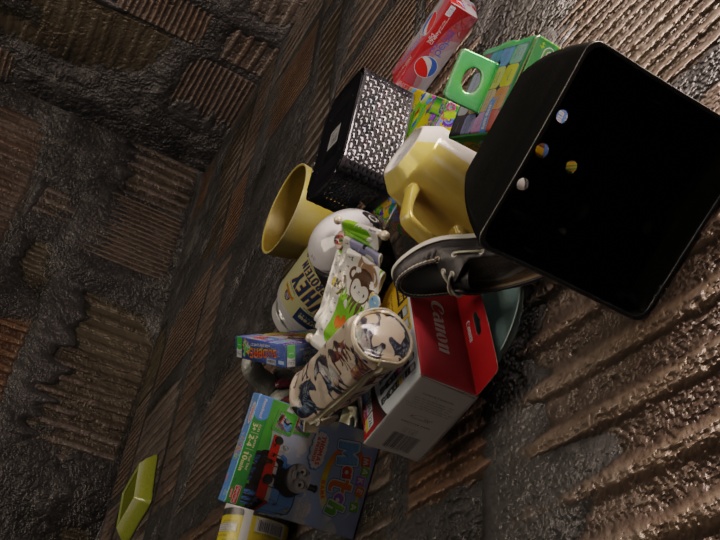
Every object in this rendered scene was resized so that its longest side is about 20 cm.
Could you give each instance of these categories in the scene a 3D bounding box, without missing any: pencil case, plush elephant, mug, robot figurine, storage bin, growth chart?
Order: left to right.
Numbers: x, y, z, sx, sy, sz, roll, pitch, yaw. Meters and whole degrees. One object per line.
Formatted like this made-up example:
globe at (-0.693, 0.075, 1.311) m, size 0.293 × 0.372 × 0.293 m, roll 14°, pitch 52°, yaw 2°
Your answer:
plush elephant at (-0.074, 0.205, 1.258) m, size 0.155 × 0.200 × 0.165 m, roll -35°, pitch 31°, yaw 14°
pencil case at (-0.015, 0.120, 0.942) m, size 0.200 × 0.078 × 0.090 m, roll -47°, pitch 44°, yaw 47°
growth chart at (-0.015, 0.029, 1.057) m, size 0.145 × 0.018 × 0.201 m, roll 13°, pitch 88°, yaw 53°
storage bin at (-0.002, -0.193, 1.223) m, size 0.135 × 0.094 × 0.201 m, roll -37°, pitch 35°, yaw 55°
robot figurine at (0.002, -0.001, 1.198) m, size 0.150 × 0.200 × 0.125 m, roll -14°, pitch 35°, yaw 21°
mug at (0.116, -0.109, 1.042) m, size 0.150 × 0.153 × 0.187 m, roll -50°, pitch 11°, yaw 9°

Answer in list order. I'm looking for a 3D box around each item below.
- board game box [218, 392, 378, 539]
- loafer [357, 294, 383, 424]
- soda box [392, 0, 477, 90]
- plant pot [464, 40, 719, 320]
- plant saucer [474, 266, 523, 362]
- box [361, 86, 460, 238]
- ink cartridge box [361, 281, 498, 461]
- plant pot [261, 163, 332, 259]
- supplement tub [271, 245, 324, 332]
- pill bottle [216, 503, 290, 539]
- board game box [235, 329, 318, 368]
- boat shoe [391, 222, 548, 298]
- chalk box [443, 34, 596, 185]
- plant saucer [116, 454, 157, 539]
board game box at (-0.081, 0.276, 1.110) m, size 0.037 × 0.200 × 0.152 m, roll -15°, pitch 54°, yaw 63°
loafer at (0.014, 0.133, 1.141) m, size 0.072 × 0.073 × 0.201 m, roll 3°, pitch 93°, yaw 42°
soda box at (0.139, -0.431, 1.511) m, size 0.200 × 0.063 × 0.070 m, roll -51°, pitch 26°, yaw 34°
plant pot at (0.214, -0.101, 0.785) m, size 0.200 × 0.200 × 0.177 m, roll -62°, pitch 21°, yaw 13°
plant saucer at (0.151, 0.064, 0.994) m, size 0.201 × 0.039 × 0.201 m, roll -52°, pitch 25°, yaw 36°
box at (0.107, -0.159, 1.220) m, size 0.200 × 0.122 × 0.193 m, roll -63°, pitch 21°, yaw 12°
ink cartridge box at (0.075, 0.097, 0.973) m, size 0.176 × 0.084 × 0.200 m, roll -55°, pitch 23°, yaw 31°
plant pot at (-0.098, -0.101, 1.633) m, size 0.200 × 0.142 × 0.200 m, roll -50°, pitch 26°, yaw 36°
supplement tub at (-0.059, 0.031, 1.396) m, size 0.200 × 0.145 × 0.145 m, roll -51°, pitch 26°, yaw 36°
pill bottle at (-0.187, 0.484, 1.276) m, size 0.114 × 0.114 × 0.201 m, roll -37°, pitch 35°, yaw 53°
board game box at (-0.074, 0.117, 1.226) m, size 0.135 × 0.200 × 0.035 m, roll 3°, pitch 93°, yaw 50°
boat shoe at (0.129, 0.000, 0.915) m, size 0.199 × 0.074 × 0.060 m, roll -12°, pitch 39°, yaw 17°
chalk box at (0.195, -0.189, 0.923) m, size 0.125 × 0.200 × 0.124 m, roll -67°, pitch 21°, yaw -1°
plant saucer at (-0.678, 0.682, 2.369) m, size 0.200 × 0.048 × 0.200 m, roll -58°, pitch 22°, yaw 23°
